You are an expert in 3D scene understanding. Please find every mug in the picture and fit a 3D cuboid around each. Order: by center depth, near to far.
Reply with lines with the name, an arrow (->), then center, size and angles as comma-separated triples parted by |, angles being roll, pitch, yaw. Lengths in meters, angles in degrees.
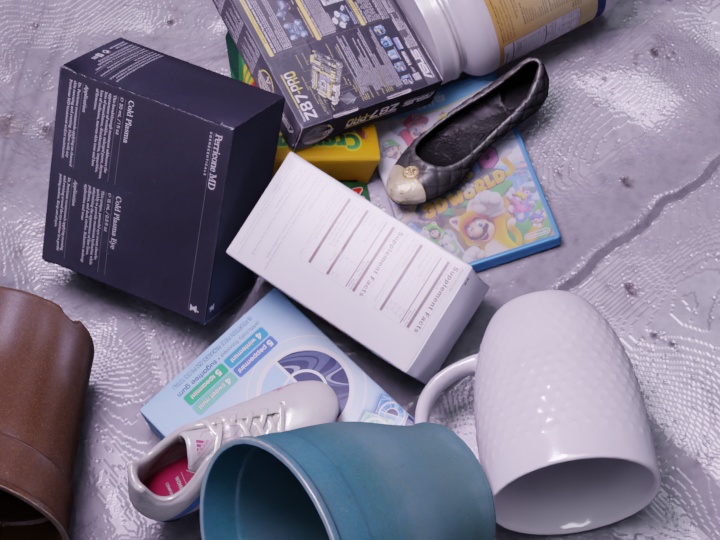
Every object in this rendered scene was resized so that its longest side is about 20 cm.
mug -> 0.143, 0.120, 1.475 | 0.198, 0.148, 0.177 | -13, 57, 9

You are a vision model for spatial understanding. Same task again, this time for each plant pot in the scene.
plant pot -> 0.001, 0.209, 1.395 | 0.187, 0.201, 0.201 | -14, 56, -35
plant pot -> -0.325, 0.135, 1.508 | 0.198, 0.201, 0.200 | 5, 55, 10

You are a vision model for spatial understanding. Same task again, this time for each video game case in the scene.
video game case -> 0.094, -0.090, 1.663 | 0.142, 0.018, 0.201 | -18, 61, -1

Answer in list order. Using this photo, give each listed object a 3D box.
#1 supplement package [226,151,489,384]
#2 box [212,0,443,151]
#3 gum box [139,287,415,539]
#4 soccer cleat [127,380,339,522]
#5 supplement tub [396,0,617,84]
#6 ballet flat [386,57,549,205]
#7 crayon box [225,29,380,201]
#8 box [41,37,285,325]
supplement package -> 0.000, 0.000, 1.549 | 0.199, 0.114, 0.110 | 33, 89, 17
box -> -0.036, -0.229, 1.654 | 0.160, 0.049, 0.201 | -21, 72, -26
gum box -> -0.070, 0.140, 1.546 | 0.170, 0.045, 0.200 | -42, 64, -14
soccer cleat -> -0.108, 0.150, 1.472 | 0.199, 0.087, 0.070 | -30, 63, -7
supplement tub -> 0.137, -0.280, 1.688 | 0.199, 0.145, 0.145 | -27, 62, -8
ballet flat -> 0.099, -0.136, 1.644 | 0.200, 0.057, 0.066 | -41, 63, -14
crayon box -> -0.054, -0.155, 1.669 | 0.126, 0.051, 0.202 | -2, 66, -19
box -> -0.183, -0.083, 1.584 | 0.181, 0.202, 0.104 | 22, 29, 18
